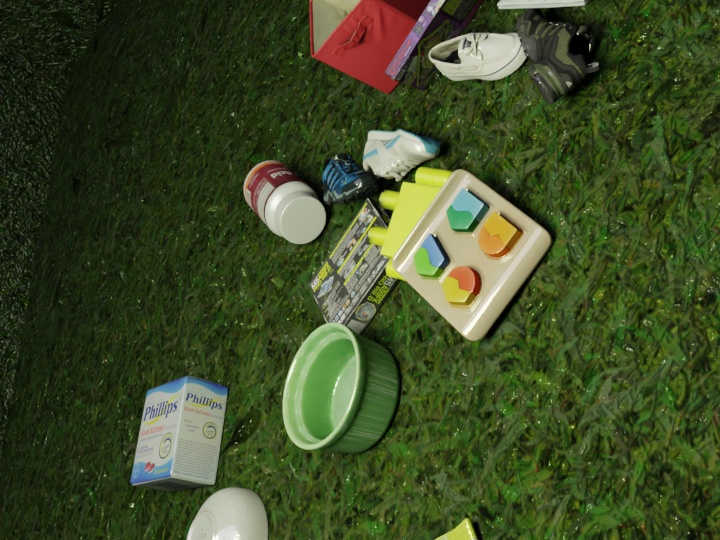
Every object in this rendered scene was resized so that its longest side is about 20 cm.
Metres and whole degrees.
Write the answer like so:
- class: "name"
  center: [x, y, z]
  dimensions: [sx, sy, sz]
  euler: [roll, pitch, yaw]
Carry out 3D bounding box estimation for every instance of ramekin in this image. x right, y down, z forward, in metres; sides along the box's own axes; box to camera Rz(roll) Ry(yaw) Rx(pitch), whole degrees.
- class: "ramekin"
  center: [-0.028, 0.192, 1.384]
  dimensions: [0.199, 0.097, 0.202]
  euler: [-31, 48, 43]

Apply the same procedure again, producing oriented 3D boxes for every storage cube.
- class: "storage cube"
  center: [0.026, -0.462, 1.591]
  dimensions: [0.171, 0.179, 0.202]
  euler: [-39, 44, 41]

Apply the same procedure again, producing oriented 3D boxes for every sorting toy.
- class: "sorting toy"
  center: [0.150, -0.028, 1.252]
  dimensions: [0.200, 0.036, 0.186]
  euler: [43, 103, 38]

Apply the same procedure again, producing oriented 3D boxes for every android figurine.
- class: "android figurine"
  center: [0.102, -0.068, 1.354]
  dimensions: [0.199, 0.041, 0.184]
  euler: [16, 85, 40]

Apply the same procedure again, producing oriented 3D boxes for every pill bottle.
- class: "pill bottle"
  center: [-0.148, -0.134, 1.720]
  dimensions: [0.115, 0.113, 0.200]
  euler: [-61, 35, 11]

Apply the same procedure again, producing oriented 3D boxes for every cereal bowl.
- class: "cereal bowl"
  center: [-0.250, 0.482, 1.550]
  dimensions: [0.199, 0.083, 0.202]
  euler: [-30, 49, 42]

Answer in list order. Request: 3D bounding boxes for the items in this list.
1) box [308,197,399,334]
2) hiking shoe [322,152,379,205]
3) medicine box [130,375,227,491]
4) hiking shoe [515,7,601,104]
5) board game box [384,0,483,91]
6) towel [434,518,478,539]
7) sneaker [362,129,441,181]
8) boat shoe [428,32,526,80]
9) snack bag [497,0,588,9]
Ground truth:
- class: "box"
  center: [0.000, 0.000, 1.500]
  dimensions: [0.201, 0.044, 0.161]
  euler: [-55, 35, 18]
- class: "hiking shoe"
  center: [-0.029, -0.165, 1.551]
  dimensions: [0.200, 0.074, 0.088]
  euler: [-176, 72, -68]
- class: "medicine box"
  center: [-0.368, 0.336, 1.779]
  dimensions: [0.181, 0.102, 0.202]
  euler: [-23, 55, 47]
- class: "hiking shoe"
  center: [0.289, -0.322, 1.263]
  dimensions: [0.100, 0.076, 0.201]
  euler: [-23, 45, 18]
- class: "board game box"
  center: [0.129, -0.403, 1.480]
  dimensions: [0.032, 0.120, 0.201]
  euler: [44, 110, 26]
- class: "towel"
  center: [0.116, 0.435, 1.113]
  dimensions: [0.143, 0.023, 0.201]
  euler: [-42, 42, 35]
- class: "sneaker"
  center: [0.070, -0.194, 1.491]
  dimensions: [0.200, 0.076, 0.082]
  euler: [12, 89, 63]
- class: "boat shoe"
  center: [0.187, -0.353, 1.412]
  dimensions: [0.199, 0.065, 0.073]
  euler: [15, 84, 57]
- class: "snack bag"
  center: [0.314, -0.468, 1.294]
  dimensions: [0.201, 0.021, 0.188]
  euler: [-55, 33, -8]
